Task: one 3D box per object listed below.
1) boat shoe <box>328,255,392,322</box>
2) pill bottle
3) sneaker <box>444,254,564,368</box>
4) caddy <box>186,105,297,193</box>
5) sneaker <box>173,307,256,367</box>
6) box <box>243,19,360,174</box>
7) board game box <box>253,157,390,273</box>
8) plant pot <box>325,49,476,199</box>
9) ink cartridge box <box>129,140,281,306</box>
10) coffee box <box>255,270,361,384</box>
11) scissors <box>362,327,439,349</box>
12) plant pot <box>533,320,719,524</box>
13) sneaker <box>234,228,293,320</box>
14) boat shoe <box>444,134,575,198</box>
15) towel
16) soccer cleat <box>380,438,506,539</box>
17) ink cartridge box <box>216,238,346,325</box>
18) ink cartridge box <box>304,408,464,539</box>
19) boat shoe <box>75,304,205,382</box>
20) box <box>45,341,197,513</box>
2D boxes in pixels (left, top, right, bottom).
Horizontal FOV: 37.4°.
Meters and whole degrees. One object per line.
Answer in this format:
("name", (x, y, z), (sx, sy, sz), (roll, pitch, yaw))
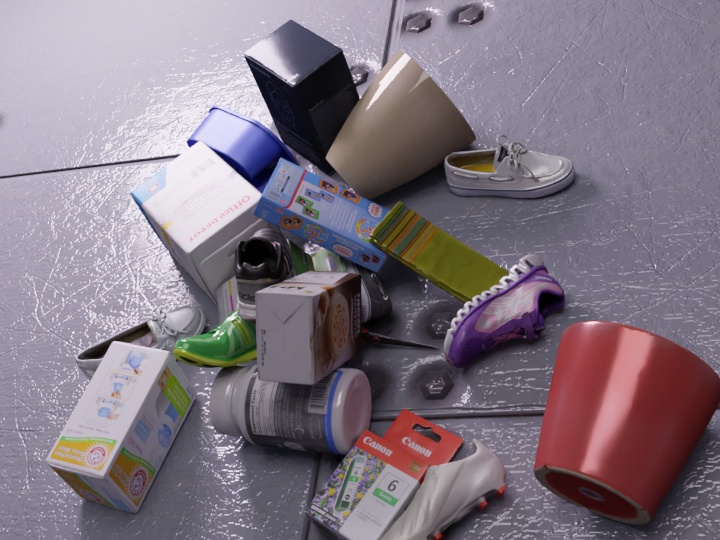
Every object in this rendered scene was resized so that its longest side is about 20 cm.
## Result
("boat shoe", (0.000, 0.000, 1.582), (0.066, 0.070, 0.201), (-5, 37, -16))
("pill bottle", (-0.095, 0.182, 1.425), (0.198, 0.114, 0.114), (2, 52, 23))
("sneaker", (0.201, 0.066, 1.442), (0.200, 0.081, 0.088), (-40, 57, -16))
("caddy", (-0.190, -0.198, 1.767), (0.199, 0.142, 0.105), (27, 69, 35))
("sneaker", (-0.170, 0.086, 1.452), (0.199, 0.084, 0.074), (-10, 2, -37))
("box", (-0.084, -0.286, 1.760), (0.107, 0.201, 0.148), (-39, 49, -14))
("board game box", (-0.048, -0.085, 1.580), (0.199, 0.037, 0.152), (25, 29, -4))
("plant pot", (0.048, -0.209, 1.682), (0.200, 0.187, 0.188), (-42, 48, 3))
("ink cartridge box", (-0.233, -0.071, 1.670), (0.147, 0.145, 0.200), (-37, 48, -12))
("coffee box", (-0.064, 0.069, 1.397), (0.079, 0.115, 0.200), (2, 9, 17))
("scissors", (0.011, 0.099, 1.516), (0.199, 0.074, 0.014), (19, 36, 5))
("plant pot", (0.298, 0.184, 1.240), (0.199, 0.201, 0.178), (15, 68, 30))
("sneaker", (-0.132, -0.017, 1.457), (0.073, 0.088, 0.200), (4, 30, 2))
("boat shoe", (0.223, -0.166, 1.620), (0.200, 0.086, 0.075), (2, 52, 22))
("towel", (0.115, -0.021, 1.523), (0.199, 0.018, 0.086), (33, 59, 10))
("soccer cleat", (0.088, 0.285, 1.295), (0.199, 0.069, 0.078), (-32, 72, -16))
("ink cartridge box", (-0.117, 0.027, 1.560), (0.199, 0.059, 0.104), (-33, 44, 19))
("ink cartridge box", (0.033, 0.261, 1.352), (0.108, 0.051, 0.200), (23, 63, 34))
("boat shoe", (-0.330, 0.108, 1.608), (0.201, 0.065, 0.075), (-26, 47, -2))
("box", (-0.329, 0.217, 1.482), (0.101, 0.113, 0.201), (8, 55, 24))
